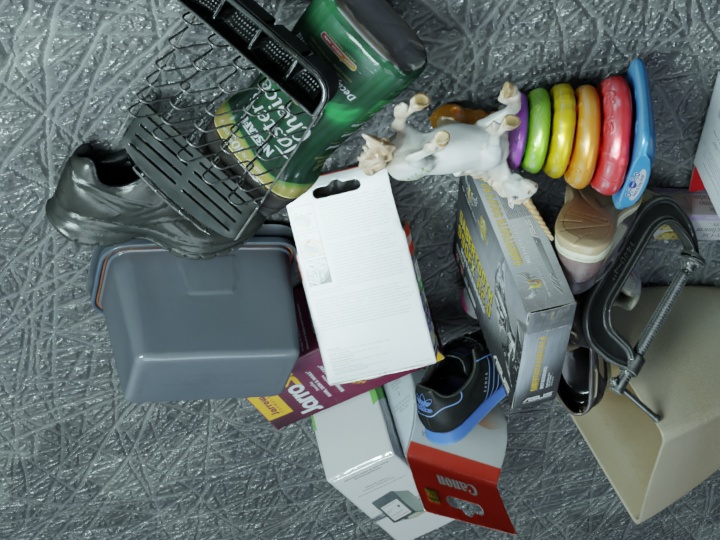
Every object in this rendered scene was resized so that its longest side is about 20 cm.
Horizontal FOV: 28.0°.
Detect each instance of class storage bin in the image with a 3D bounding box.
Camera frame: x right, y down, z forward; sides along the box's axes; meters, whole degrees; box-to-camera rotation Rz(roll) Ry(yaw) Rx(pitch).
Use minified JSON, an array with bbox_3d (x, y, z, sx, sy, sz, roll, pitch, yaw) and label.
[{"bbox_3d":[-0.146,0.041,1.360,0.199,0.135,0.146,-2,145,-21],"label":"storage bin"}]

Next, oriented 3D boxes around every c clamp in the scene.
[{"bbox_3d":[0.290,0.032,1.457,0.171,0.027,0.201,32,83,-37],"label":"c clamp"}]

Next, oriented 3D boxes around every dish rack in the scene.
[{"bbox_3d":[-0.116,-0.123,1.150,0.200,0.153,0.055,-54,170,31],"label":"dish rack"}]

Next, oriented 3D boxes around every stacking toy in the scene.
[{"bbox_3d":[0.162,-0.128,1.307,0.199,0.110,0.116,5,148,-3],"label":"stacking toy"}]

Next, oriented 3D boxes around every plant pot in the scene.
[{"bbox_3d":[0.355,0.132,1.638,0.176,0.200,0.201,-18,145,-14],"label":"plant pot"}]

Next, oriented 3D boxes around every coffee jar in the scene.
[{"bbox_3d":[-0.044,-0.139,1.190,0.200,0.104,0.085,-44,180,33],"label":"coffee jar"}]

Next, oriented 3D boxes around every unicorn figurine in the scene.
[{"bbox_3d":[0.091,-0.102,1.234,0.199,0.074,0.137,8,155,-8],"label":"unicorn figurine"}]

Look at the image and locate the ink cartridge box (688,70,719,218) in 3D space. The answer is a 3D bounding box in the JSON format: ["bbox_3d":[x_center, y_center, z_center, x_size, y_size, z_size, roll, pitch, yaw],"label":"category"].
[{"bbox_3d":[0.439,-0.122,1.413,0.199,0.084,0.176,-11,144,-8],"label":"ink cartridge box"}]

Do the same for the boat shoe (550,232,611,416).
[{"bbox_3d":[0.205,0.056,1.441,0.074,0.073,0.201,-16,113,21],"label":"boat shoe"}]

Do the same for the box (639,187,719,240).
[{"bbox_3d":[0.311,-0.058,1.486,0.199,0.039,0.042,1,140,-21],"label":"box"}]

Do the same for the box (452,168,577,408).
[{"bbox_3d":[0.141,0.005,1.368,0.048,0.201,0.159,-12,145,-9],"label":"box"}]

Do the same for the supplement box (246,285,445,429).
[{"bbox_3d":[-0.029,0.072,1.490,0.199,0.086,0.110,-24,143,11],"label":"supplement box"}]

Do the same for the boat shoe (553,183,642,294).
[{"bbox_3d":[0.218,-0.039,1.364,0.072,0.200,0.065,19,118,10],"label":"boat shoe"}]

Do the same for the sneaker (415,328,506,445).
[{"bbox_3d":[0.129,0.095,1.536,0.200,0.070,0.078,-47,137,-33],"label":"sneaker"}]

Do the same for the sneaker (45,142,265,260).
[{"bbox_3d":[-0.172,-0.065,1.273,0.199,0.076,0.091,2,131,-28],"label":"sneaker"}]

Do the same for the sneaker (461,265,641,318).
[{"bbox_3d":[0.205,0.018,1.504,0.199,0.089,0.082,-16,144,0],"label":"sneaker"}]

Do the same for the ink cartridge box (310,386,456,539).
[{"bbox_3d":[0.023,0.199,1.626,0.084,0.146,0.200,-26,143,11],"label":"ink cartridge box"}]

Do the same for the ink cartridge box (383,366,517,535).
[{"bbox_3d":[0.106,0.181,1.585,0.162,0.201,0.050,23,125,-42],"label":"ink cartridge box"}]

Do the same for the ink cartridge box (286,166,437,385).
[{"bbox_3d":[0.000,0.000,1.377,0.108,0.050,0.201,-12,101,9],"label":"ink cartridge box"}]
